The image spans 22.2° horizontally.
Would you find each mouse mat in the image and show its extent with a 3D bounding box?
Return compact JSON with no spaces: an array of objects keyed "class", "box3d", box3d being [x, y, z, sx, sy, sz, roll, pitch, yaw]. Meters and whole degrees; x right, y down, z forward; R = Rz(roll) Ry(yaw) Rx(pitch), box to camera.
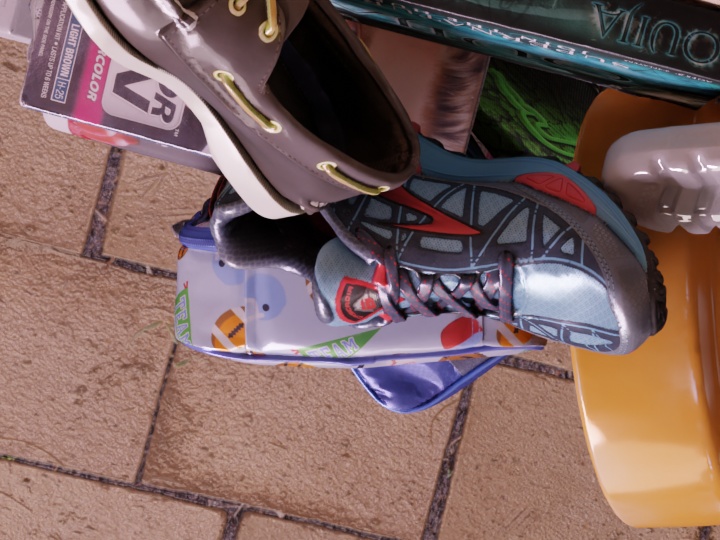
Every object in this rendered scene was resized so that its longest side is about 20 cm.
[{"class":"mouse mat","box3d":[0.119,-0.058,1.021,0.160,0.008,0.200,20,160,51]}]

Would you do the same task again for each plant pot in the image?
[{"class":"plant pot","box3d":[0.205,0.011,0.809,0.182,0.202,0.200,-4,176,23]}]

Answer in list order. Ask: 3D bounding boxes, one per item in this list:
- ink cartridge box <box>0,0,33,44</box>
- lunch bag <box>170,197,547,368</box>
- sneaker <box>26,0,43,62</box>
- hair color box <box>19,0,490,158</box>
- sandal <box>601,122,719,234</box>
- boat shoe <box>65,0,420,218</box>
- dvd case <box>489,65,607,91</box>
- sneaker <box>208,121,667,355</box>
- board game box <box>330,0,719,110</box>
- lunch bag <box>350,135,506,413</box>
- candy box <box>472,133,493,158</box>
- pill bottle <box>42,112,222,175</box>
[{"class":"ink cartridge box","box3d":[-0.263,-0.194,1.176,0.199,0.068,0.115,17,-177,25]},{"class":"lunch bag","box3d":[0.000,0.000,0.931,0.198,0.076,0.160,2,-172,4]},{"class":"sneaker","box3d":[-0.097,-0.133,1.052,0.198,0.083,0.075,13,-177,8]},{"class":"hair color box","box3d":[-0.044,-0.097,0.831,0.198,0.101,0.061,14,-176,0]},{"class":"sandal","box3d":[0.189,-0.050,0.675,0.201,0.050,0.083,-1,156,14]},{"class":"boat shoe","box3d":[-0.042,-0.088,0.629,0.060,0.072,0.201,-6,149,25]},{"class":"dvd case","box3d":[0.114,-0.111,1.097,0.145,0.022,0.200,15,-178,-15]},{"class":"sneaker","box3d":[0.024,0.000,0.724,0.199,0.080,0.095,21,-133,33]},{"class":"board game box","box3d":[0.046,-0.103,0.716,0.198,0.028,0.135,16,-178,5]},{"class":"lunch bag","box3d":[0.020,-0.027,1.081,0.200,0.136,0.132,52,-173,-9]},{"class":"candy box","box3d":[0.146,-0.064,1.183,0.136,0.062,0.199,13,-177,-39]},{"class":"pill bottle","box3d":[-0.058,-0.103,0.960,0.198,0.112,0.111,15,-177,0]}]
